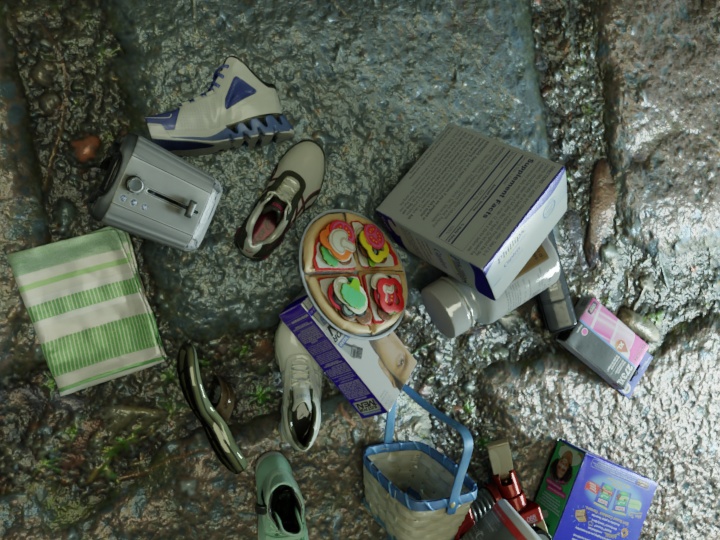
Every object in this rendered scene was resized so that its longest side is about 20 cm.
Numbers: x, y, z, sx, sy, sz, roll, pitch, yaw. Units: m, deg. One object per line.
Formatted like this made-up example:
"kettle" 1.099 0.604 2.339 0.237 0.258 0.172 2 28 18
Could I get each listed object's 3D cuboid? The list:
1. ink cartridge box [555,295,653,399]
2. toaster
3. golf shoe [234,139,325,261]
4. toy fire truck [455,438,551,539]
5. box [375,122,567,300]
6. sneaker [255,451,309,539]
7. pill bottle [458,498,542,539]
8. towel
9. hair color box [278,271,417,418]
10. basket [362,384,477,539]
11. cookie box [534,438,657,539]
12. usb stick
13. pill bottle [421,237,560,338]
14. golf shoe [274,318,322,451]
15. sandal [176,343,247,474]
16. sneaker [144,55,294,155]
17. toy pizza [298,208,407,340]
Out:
"ink cartridge box" 0.448 0.141 0.923 0.199 0.037 0.095 38 82 -15
"toaster" -0.262 -0.095 0.654 0.129 0.199 0.115 26 85 -32
"golf shoe" -0.105 -0.101 0.737 0.077 0.088 0.201 31 82 -12
"toy fire truck" 0.199 0.373 0.823 0.174 0.129 0.202 -15 84 -14
"box" 0.161 -0.089 0.746 0.184 0.199 0.105 -50 143 -9
"sneaker" -0.109 0.375 0.730 0.073 0.118 0.203 -13 96 -16
"pill bottle" 0.167 0.430 0.711 0.200 0.114 0.114 -43 101 -4
"towel" -0.366 0.053 0.701 0.151 0.023 0.202 -18 96 -14
"hair color box" -0.013 0.102 0.755 0.201 0.065 0.109 53 44 -12
"basket" 0.083 0.289 0.759 0.138 0.176 0.202 -1 105 -30
"cookie box" 0.392 0.423 0.891 0.170 0.075 0.202 25 84 -15
"usb stick" 0.319 0.007 0.879 0.055 0.033 0.202 -16 95 15
"pill bottle" 0.200 0.018 0.809 0.199 0.114 0.115 -30 99 -13
"golf shoe" -0.082 0.159 0.744 0.077 0.097 0.202 -4 91 -13
"sandal" -0.204 0.190 0.729 0.057 0.080 0.203 -30 106 -30
"sneaker" -0.199 -0.230 0.718 0.198 0.080 0.116 -12 91 -22
"toy pizza" 0.000 0.000 0.746 0.199 0.032 0.202 18 59 -34
